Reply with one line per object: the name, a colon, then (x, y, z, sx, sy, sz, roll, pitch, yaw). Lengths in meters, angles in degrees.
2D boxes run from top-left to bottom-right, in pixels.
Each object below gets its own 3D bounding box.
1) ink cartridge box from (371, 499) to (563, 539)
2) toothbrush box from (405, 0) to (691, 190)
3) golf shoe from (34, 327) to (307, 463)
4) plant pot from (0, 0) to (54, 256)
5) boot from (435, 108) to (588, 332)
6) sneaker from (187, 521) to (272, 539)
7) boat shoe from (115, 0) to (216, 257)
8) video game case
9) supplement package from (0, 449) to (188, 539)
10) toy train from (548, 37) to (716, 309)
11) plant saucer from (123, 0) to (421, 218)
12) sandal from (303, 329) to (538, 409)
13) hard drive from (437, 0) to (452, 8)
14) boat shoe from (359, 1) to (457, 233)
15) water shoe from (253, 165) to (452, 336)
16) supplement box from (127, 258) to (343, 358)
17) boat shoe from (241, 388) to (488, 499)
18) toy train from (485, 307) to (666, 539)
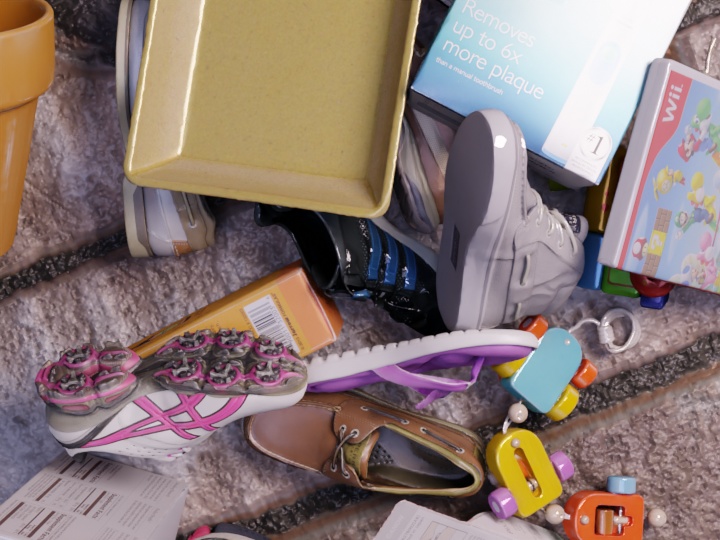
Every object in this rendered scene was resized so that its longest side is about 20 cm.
ink cartridge box: (0.053, 0.252, 0.981, 0.200, 0.050, 0.161, 26, 101, -32)
toothbrush box: (0.139, -0.177, 0.898, 0.146, 0.085, 0.200, 28, 89, -2)
golf shoe: (-0.134, 0.097, 0.956, 0.200, 0.073, 0.092, -5, 123, 8)
plant pot: (-0.325, -0.103, 0.955, 0.200, 0.200, 0.184, 5, 114, 4)
boot: (0.111, -0.036, 0.891, 0.095, 0.200, 0.074, -9, 52, -13)
sneaker: (-0.052, 0.263, 1.027, 0.200, 0.075, 0.081, 11, 98, 2)
boat shoe: (-0.149, -0.110, 0.992, 0.068, 0.075, 0.200, -3, 104, -1)
video game case: (0.255, -0.056, 0.916, 0.200, 0.017, 0.143, 12, 95, -39)
supplement package: (-0.220, 0.247, 0.975, 0.111, 0.200, 0.156, 16, 99, 4)
toy train: (0.193, -0.078, 0.963, 0.116, 0.085, 0.200, 9, 98, 17)
plant saucer: (-0.056, -0.145, 0.919, 0.200, 0.048, 0.200, 9, 88, 15)
sandal: (0.042, 0.080, 0.961, 0.202, 0.082, 0.050, -12, 78, 31)
hard drive: (0.072, -0.278, 0.964, 0.200, 0.038, 0.140, 37, 99, -1)
boat shoe: (0.044, -0.131, 0.972, 0.072, 0.076, 0.200, -17, 98, -4)
water shoe: (0.000, 0.000, 0.971, 0.200, 0.079, 0.071, 44, 143, -7)
supplement box: (-0.116, 0.064, 1.011, 0.200, 0.067, 0.069, -25, 98, 8)
boat shoe: (0.002, 0.133, 1.008, 0.200, 0.068, 0.072, 7, 98, 4)
toy train: (0.161, 0.130, 1.005, 0.150, 0.056, 0.200, 0, 87, -21)
